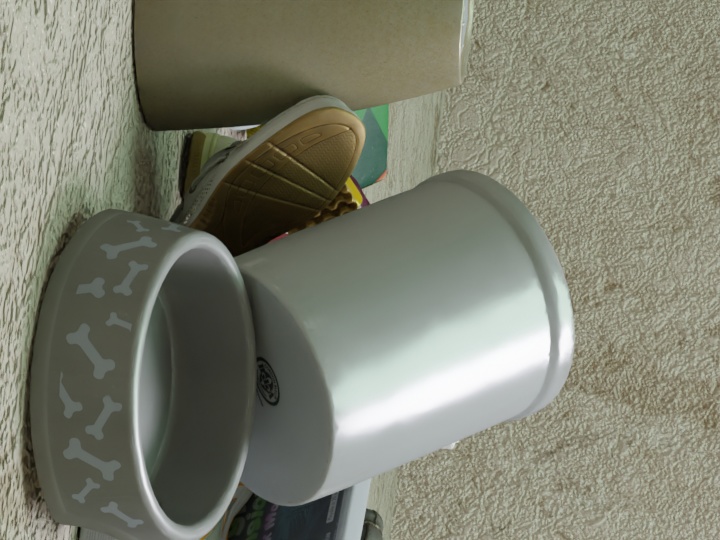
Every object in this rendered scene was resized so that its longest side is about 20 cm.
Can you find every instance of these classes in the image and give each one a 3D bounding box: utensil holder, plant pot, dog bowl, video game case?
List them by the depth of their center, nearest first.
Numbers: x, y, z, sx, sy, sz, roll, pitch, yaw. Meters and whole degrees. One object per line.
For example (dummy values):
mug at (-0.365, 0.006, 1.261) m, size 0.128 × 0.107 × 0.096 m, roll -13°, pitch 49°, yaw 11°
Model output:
dog bowl at (-0.117, 0.065, 1.218) m, size 0.200 × 0.058 × 0.202 m, roll 1°, pitch 90°, yaw -71°
utensil holder at (0.010, 0.043, 1.363) m, size 0.199 × 0.169 × 0.171 m, roll -20°, pitch 125°, yaw -36°
plant pot at (-0.028, -0.175, 1.374) m, size 0.187 × 0.198 × 0.189 m, roll 5°, pitch 90°, yaw -84°
video game case at (-0.068, 0.162, 1.505) m, size 0.023 × 0.181 × 0.201 m, roll 46°, pitch 37°, yaw -31°

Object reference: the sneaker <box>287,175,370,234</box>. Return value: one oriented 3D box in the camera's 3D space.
sneaker at (0.000, 0.000, 1.575) m, size 0.090 × 0.074 × 0.201 m, roll -74°, pitch 143°, yaw -73°

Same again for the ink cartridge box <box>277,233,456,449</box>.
ink cartridge box at (-0.011, 0.053, 1.718) m, size 0.083 × 0.198 × 0.147 m, roll 87°, pitch 10°, yaw -53°

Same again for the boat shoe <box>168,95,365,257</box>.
boat shoe at (-0.074, -0.055, 1.379) m, size 0.200 × 0.071 × 0.070 m, roll -42°, pitch -145°, yaw 29°

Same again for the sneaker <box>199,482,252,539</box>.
sneaker at (-0.114, 0.137, 1.462) m, size 0.092 × 0.075 × 0.201 m, roll 79°, pitch 14°, yaw -47°

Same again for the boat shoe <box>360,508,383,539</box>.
boat shoe at (-0.061, 0.217, 1.525) m, size 0.072 × 0.201 × 0.061 m, roll 42°, pitch 46°, yaw -29°

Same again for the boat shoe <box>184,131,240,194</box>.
boat shoe at (-0.084, -0.055, 1.580) m, size 0.201 × 0.063 × 0.074 m, roll 71°, pitch 25°, yaw -74°

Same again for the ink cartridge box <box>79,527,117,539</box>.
ink cartridge box at (-0.144, 0.169, 1.325) m, size 0.094 × 0.044 × 0.202 m, roll 70°, pitch 26°, yaw -72°

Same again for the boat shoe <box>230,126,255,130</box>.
boat shoe at (-0.056, -0.186, 1.575) m, size 0.068 × 0.071 × 0.200 m, roll 59°, pitch -40°, yaw 22°

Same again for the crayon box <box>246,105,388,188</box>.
crayon box at (-0.034, -0.174, 1.660) m, size 0.051 × 0.127 × 0.201 m, roll -23°, pitch 131°, yaw -33°
